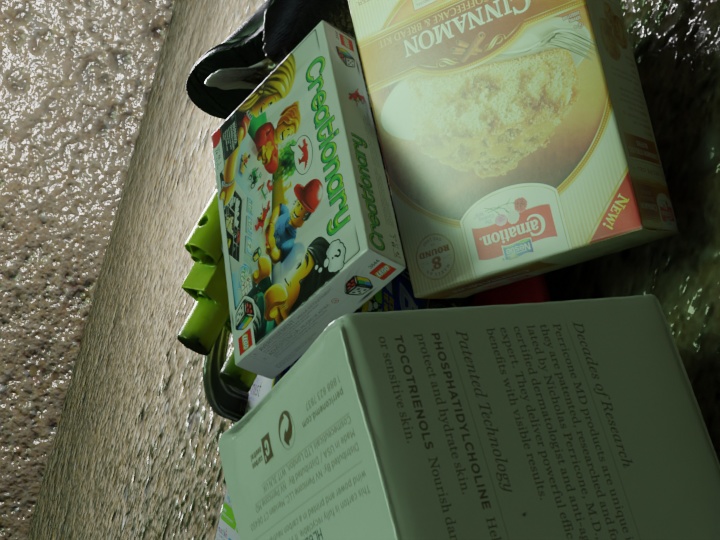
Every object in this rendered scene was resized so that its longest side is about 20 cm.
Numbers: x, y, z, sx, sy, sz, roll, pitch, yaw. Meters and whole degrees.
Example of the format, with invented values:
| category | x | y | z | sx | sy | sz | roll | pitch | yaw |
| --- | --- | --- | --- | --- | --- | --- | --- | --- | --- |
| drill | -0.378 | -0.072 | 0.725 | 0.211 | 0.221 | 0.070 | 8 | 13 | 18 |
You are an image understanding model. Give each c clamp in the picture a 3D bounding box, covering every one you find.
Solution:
| category | x | y | z | sx | sy | sz | roll | pitch | yaw |
| --- | --- | --- | --- | --- | --- | --- | --- | --- | --- |
| c clamp | -0.097 | 0.073 | 1.214 | 0.027 | 0.200 | 0.173 | 3 | 80 | 27 |

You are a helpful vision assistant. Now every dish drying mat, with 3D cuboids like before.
| category | x | y | z | sx | sy | sz | roll | pitch | yaw |
| --- | --- | --- | --- | --- | --- | --- | --- | --- | --- |
| dish drying mat | 0.097 | 0.011 | 0.841 | 0.077 | 0.018 | 0.201 | -59 | 17 | 29 |

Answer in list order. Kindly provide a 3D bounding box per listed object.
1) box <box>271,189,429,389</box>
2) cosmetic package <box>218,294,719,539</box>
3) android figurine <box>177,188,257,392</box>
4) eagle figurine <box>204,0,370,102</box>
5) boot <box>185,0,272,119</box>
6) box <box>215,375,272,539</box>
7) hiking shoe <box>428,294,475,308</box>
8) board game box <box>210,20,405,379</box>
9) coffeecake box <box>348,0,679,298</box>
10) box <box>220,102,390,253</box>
| category | x | y | z | sx | sy | sz | roll | pitch | yaw |
| --- | --- | --- | --- | --- | --- | --- | --- | --- | --- |
| box | -0.007 | 0.056 | 0.774 | 0.070 | 0.064 | 0.202 | -6 | 64 | 39 |
| cosmetic package | 0.059 | 0.125 | 0.630 | 0.167 | 0.198 | 0.168 | -45 | 55 | 50 |
| android figurine | -0.079 | -0.003 | 1.058 | 0.041 | 0.182 | 0.201 | 9 | 61 | 42 |
| eagle figurine | -0.011 | -0.172 | 0.949 | 0.201 | 0.150 | 0.152 | -62 | 31 | 3 |
| boot | -0.066 | -0.239 | 1.120 | 0.197 | 0.073 | 0.163 | -29 | 32 | 41 |
| box | -0.049 | 0.188 | 1.088 | 0.200 | 0.096 | 0.179 | 178 | 106 | -70 |
| hiking shoe | 0.041 | 0.071 | 0.824 | 0.100 | 0.076 | 0.201 | 31 | 89 | 42 |
| board game box | -0.039 | -0.048 | 0.782 | 0.126 | 0.034 | 0.201 | -40 | 43 | 31 |
| coffeecake box | 0.090 | -0.099 | 0.751 | 0.152 | 0.073 | 0.202 | -18 | 80 | 30 |
| box | 0.006 | -0.061 | 0.972 | 0.200 | 0.159 | 0.050 | -41 | 69 | 41 |
